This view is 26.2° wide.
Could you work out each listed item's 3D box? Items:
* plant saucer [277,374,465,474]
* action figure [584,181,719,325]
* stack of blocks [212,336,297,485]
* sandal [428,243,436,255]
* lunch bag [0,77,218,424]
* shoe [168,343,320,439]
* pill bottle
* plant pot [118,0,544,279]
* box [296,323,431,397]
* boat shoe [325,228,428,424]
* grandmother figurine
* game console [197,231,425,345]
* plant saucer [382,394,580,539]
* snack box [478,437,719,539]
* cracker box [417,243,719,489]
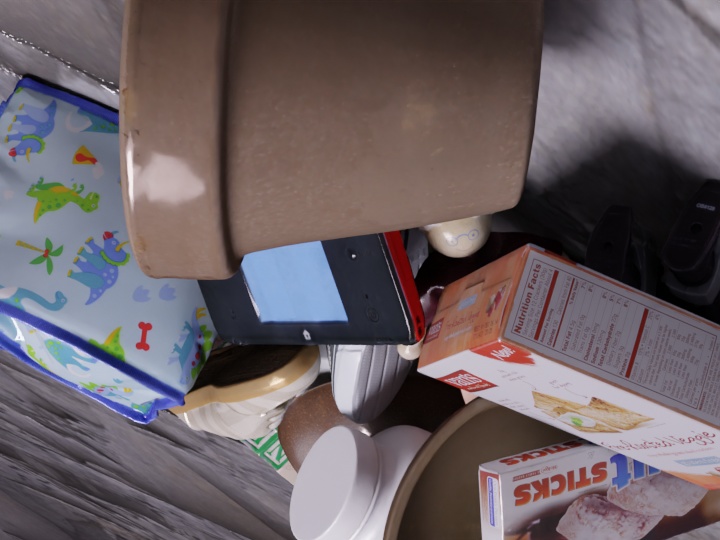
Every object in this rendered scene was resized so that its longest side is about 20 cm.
[{"bbox_3d":[0.037,0.138,1.091,0.199,0.037,0.201,5,145,4],"label":"plant saucer"},{"bbox_3d":[0.201,0.026,0.897,0.129,0.070,0.200,2,155,30],"label":"action figure"},{"bbox_3d":[-0.058,0.085,1.226,0.200,0.115,0.059,46,-177,-44],"label":"stack of blocks"},{"bbox_3d":[0.070,0.012,1.008,0.200,0.058,0.080,20,159,8],"label":"sandal"},{"bbox_3d":[-0.186,-0.015,1.067,0.199,0.171,0.127,30,156,-16],"label":"lunch bag"},{"bbox_3d":[-0.072,0.079,1.049,0.053,0.070,0.200,47,154,-13],"label":"shoe"},{"bbox_3d":[0.057,0.171,1.002,0.199,0.113,0.112,25,161,-25],"label":"pill bottle"},{"bbox_3d":[-0.008,-0.089,0.705,0.173,0.202,0.200,5,158,2],"label":"plant pot"},{"bbox_3d":[0.026,0.070,1.140,0.124,0.098,0.200,5,152,39],"label":"box"},{"bbox_3d":[0.000,0.000,0.970,0.071,0.072,0.201,26,124,32],"label":"boat shoe"},{"bbox_3d":[0.078,0.020,0.932,0.061,0.121,0.201,51,167,55],"label":"grandmother figurine"},{"bbox_3d":[-0.053,-0.037,0.929,0.199,0.031,0.178,-2,107,51],"label":"game console"},{"bbox_3d":[0.094,0.160,0.932,0.200,0.201,0.029,37,170,-30],"label":"plant saucer"},{"bbox_3d":[0.159,0.131,0.931,0.199,0.072,0.024,-11,-167,-30],"label":"snack box"},{"bbox_3d":[0.145,0.059,0.842,0.199,0.058,0.134,23,165,-10],"label":"cracker box"}]
